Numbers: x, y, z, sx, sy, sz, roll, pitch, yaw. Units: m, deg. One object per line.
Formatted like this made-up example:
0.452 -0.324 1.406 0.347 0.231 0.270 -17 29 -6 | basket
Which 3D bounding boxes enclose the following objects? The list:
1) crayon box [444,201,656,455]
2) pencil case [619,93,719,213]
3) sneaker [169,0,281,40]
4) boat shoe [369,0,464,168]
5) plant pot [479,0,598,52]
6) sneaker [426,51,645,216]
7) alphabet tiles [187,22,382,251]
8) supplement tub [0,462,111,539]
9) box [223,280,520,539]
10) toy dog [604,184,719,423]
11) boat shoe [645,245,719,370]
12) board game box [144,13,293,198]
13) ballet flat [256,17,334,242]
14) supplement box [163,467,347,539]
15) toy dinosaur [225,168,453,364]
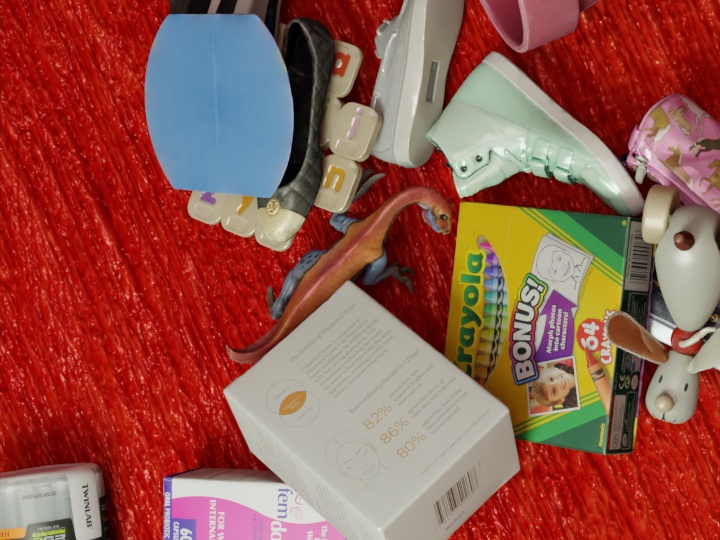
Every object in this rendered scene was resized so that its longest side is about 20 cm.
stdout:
0.160 0.047 1.634 0.172 0.058 0.201 6 91 36 | crayon box
0.314 -0.060 1.599 0.200 0.083 0.087 43 89 16 | pencil case
-0.119 -0.284 1.726 0.112 0.073 0.201 9 77 33 | sneaker
0.043 -0.195 1.691 0.068 0.072 0.201 13 102 30 | boat shoe
0.178 -0.309 1.602 0.178 0.200 0.201 -23 84 -3 | plant pot
0.150 -0.087 1.654 0.200 0.074 0.118 43 90 20 | sneaker
-0.077 -0.123 1.714 0.199 0.015 0.196 20 91 30 | alphabet tiles
-0.286 0.283 1.738 0.122 0.123 0.201 -8 88 13 | supplement tub
0.011 0.135 1.600 0.152 0.106 0.200 -41 57 -16 | box
0.264 0.029 1.534 0.131 0.096 0.201 -10 95 27 | toy dog
0.314 0.036 1.618 0.200 0.071 0.091 25 100 15 | boat shoe
-0.114 -0.149 1.675 0.200 0.039 0.159 7 103 44 | board game box
-0.065 -0.125 1.666 0.066 0.057 0.201 4 83 31 | ballet flat
-0.070 0.234 1.697 0.199 0.103 0.102 1 89 12 | supplement box
0.000 0.000 1.662 0.105 0.200 0.182 40 131 -4 | toy dinosaur
